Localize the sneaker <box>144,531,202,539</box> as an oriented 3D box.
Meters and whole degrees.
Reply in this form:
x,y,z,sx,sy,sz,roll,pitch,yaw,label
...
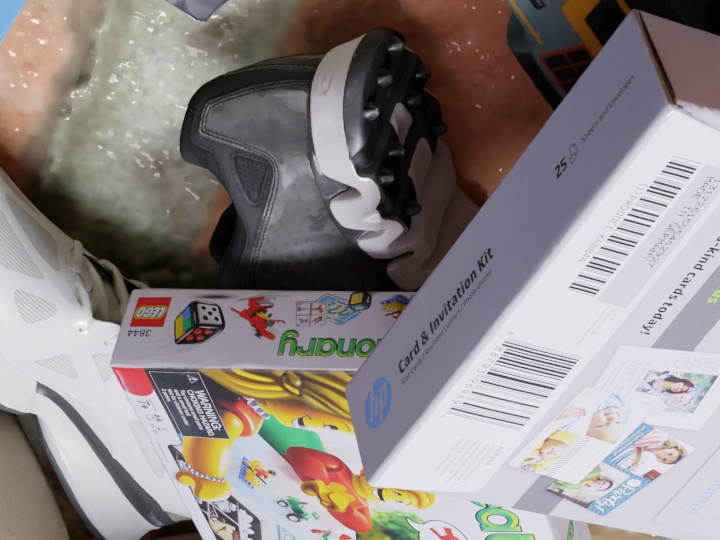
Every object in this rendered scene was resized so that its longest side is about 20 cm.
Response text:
x,y,z,sx,sy,sz,roll,pitch,yaw,label
-0.052,0.130,0.990,0.199,0.072,0.072,-10,100,7,sneaker

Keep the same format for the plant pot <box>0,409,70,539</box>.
x,y,z,sx,sy,sz,roll,pitch,yaw,label
-0.199,0.074,0.885,0.199,0.200,0.135,-1,100,13,plant pot

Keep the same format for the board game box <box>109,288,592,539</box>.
x,y,z,sx,sy,sz,roll,pitch,yaw,label
0.008,0.079,0.842,0.125,0.035,0.200,0,142,19,board game box

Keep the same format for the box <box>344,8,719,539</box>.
x,y,z,sx,sy,sz,roll,pitch,yaw,label
0.119,0.017,0.718,0.199,0.041,0.156,14,132,-28,box

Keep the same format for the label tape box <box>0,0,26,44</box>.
x,y,z,sx,sy,sz,roll,pitch,yaw,label
-0.161,-0.127,0.623,0.199,0.063,0.145,30,99,-12,label tape box

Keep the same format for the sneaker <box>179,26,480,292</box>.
x,y,z,sx,sy,sz,roll,pitch,yaw,label
0.000,0.000,0.833,0.090,0.067,0.201,0,139,26,sneaker

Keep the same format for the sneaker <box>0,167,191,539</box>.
x,y,z,sx,sy,sz,roll,pitch,yaw,label
-0.069,0.016,0.869,0.115,0.076,0.201,-14,140,13,sneaker

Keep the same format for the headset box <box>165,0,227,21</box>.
x,y,z,sx,sy,sz,roll,pitch,yaw,label
-0.006,-0.178,0.559,0.093,0.175,0.200,33,132,-23,headset box

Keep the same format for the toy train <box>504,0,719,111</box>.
x,y,z,sx,sy,sz,roll,pitch,yaw,label
0.073,-0.107,0.691,0.113,0.086,0.200,-12,133,36,toy train
